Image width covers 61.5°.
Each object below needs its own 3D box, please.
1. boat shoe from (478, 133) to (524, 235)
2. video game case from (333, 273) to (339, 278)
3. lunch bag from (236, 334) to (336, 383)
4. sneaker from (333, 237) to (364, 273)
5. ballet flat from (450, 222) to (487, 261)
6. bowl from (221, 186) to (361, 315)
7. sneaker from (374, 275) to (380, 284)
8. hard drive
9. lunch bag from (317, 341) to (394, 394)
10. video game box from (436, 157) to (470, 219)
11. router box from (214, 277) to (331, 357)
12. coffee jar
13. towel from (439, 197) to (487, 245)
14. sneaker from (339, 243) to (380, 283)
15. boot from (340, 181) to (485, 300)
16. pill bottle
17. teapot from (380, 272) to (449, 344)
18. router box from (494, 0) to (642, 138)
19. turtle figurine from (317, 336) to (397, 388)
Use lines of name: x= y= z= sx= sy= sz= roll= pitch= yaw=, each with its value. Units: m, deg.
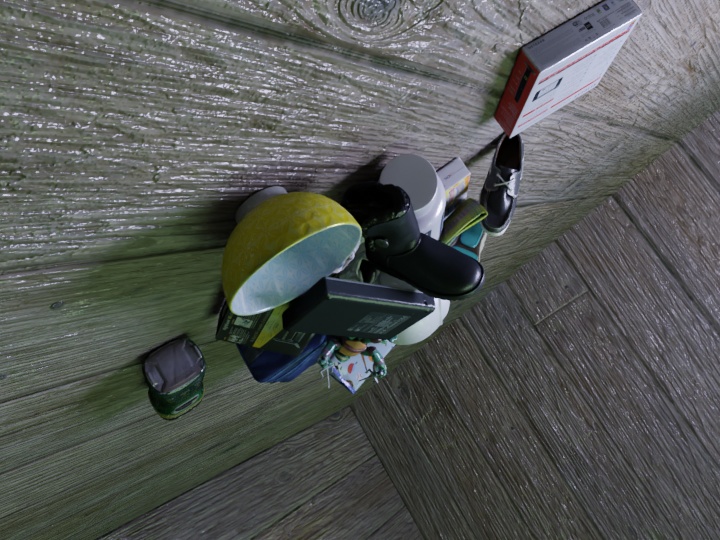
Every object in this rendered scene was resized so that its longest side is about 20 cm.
boat shoe: x=0.262 y=-0.165 z=1.125 sx=0.068 sy=0.070 sz=0.205 roll=72 pitch=34 yaw=-69
video game case: x=-0.001 y=0.014 z=1.352 sx=0.181 sy=0.023 sz=0.199 roll=-38 pitch=164 yaw=11
lunch bag: x=-0.137 y=0.124 z=1.180 sx=0.198 sy=0.137 sz=0.132 roll=-37 pitch=165 yaw=8
sneaker: x=-0.037 y=-0.042 z=0.995 sx=0.198 sy=0.082 sz=0.077 roll=-18 pitch=158 yaw=-49
ballet flat: x=0.188 y=-0.023 z=1.110 sx=0.070 sy=0.069 sz=0.200 roll=-48 pitch=-179 yaw=44
bowl: x=-0.107 y=-0.042 z=0.792 sx=0.197 sy=0.109 sz=0.201 roll=-31 pitch=166 yaw=-9
sneaker: x=0.083 y=0.018 z=1.330 sx=0.198 sy=0.089 sz=0.076 roll=-37 pitch=165 yaw=13
hard drive: x=-0.003 y=0.063 z=0.916 sx=0.196 sy=0.034 sz=0.139 roll=9 pitch=150 yaw=-33
lunch bag: x=-0.034 y=0.145 z=1.327 sx=0.170 sy=0.125 sz=0.199 roll=-44 pitch=-156 yaw=-12
video game box: x=0.127 y=-0.116 z=1.181 sx=0.181 sy=0.047 sz=0.200 roll=-37 pitch=165 yaw=-3
router box: x=-0.143 y=0.066 z=1.001 sx=0.153 sy=0.053 sz=0.201 roll=15 pitch=144 yaw=-19
coffee jar: x=-0.336 y=0.203 z=1.101 sx=0.103 sy=0.086 sz=0.201 roll=-29 pitch=163 yaw=-27
towel: x=0.169 y=-0.076 z=1.128 sx=0.143 sy=0.023 sz=0.200 roll=-43 pitch=-174 yaw=9
sneaker: x=0.000 y=0.000 z=1.155 sx=0.073 sy=0.089 sz=0.201 roll=6 pitch=149 yaw=-11
boot: x=0.074 y=-0.041 z=0.848 sx=0.078 sy=0.196 sz=0.169 roll=-62 pitch=155 yaw=-18
pill bottle: x=0.079 y=-0.103 z=0.976 sx=0.118 sy=0.121 sz=0.200 roll=-32 pitch=165 yaw=-4
teapot: x=0.116 y=0.047 z=1.179 sx=0.142 sy=0.202 sz=0.202 roll=-4 pitch=125 yaw=8
router box: x=0.321 y=-0.320 z=0.960 sx=0.197 sy=0.049 sz=0.180 roll=-31 pitch=165 yaw=-11
turtle figurine: x=-0.013 y=0.146 z=1.140 sx=0.146 sy=0.103 sz=0.201 roll=1 pitch=147 yaw=-24
